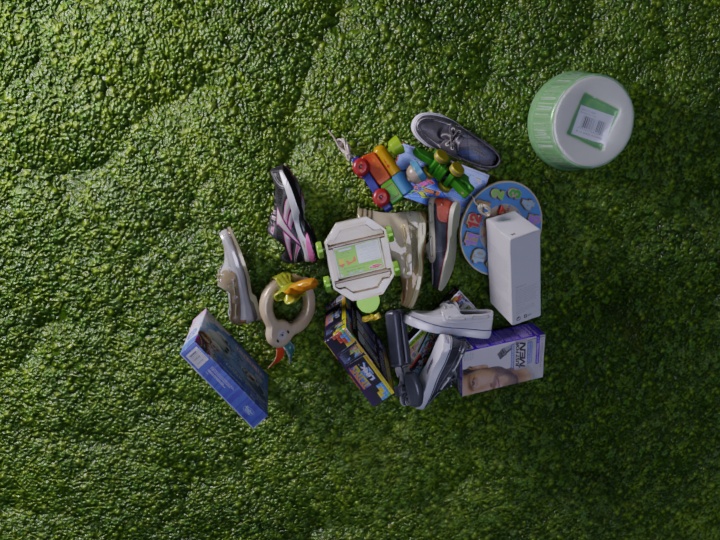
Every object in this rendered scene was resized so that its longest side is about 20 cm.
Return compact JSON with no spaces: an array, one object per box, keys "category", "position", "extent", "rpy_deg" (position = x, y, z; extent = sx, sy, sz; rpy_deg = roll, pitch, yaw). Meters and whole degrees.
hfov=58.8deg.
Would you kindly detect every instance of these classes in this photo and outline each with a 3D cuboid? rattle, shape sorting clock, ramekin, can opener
[{"category":"rattle","position":[-0.130,0.112,1.283],"extent":[0.129,0.141,0.204],"rpy_deg":[14,87,-50]},{"category":"shape sorting clock","position":[0.296,-0.086,1.339],"extent":[0.196,0.039,0.204],"rpy_deg":[-4,107,-14]},{"category":"ramekin","position":[0.446,-0.299,1.284],"extent":[0.196,0.098,0.204],"rpy_deg":[-2,104,-7]},{"category":"can opener","position":[0.097,0.181,1.333],"extent":[0.066,0.053,0.204],"rpy_deg":[-8,87,34]}]

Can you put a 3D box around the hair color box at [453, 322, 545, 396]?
[{"category":"hair color box","position":[0.297,0.191,1.382],"extent":[0.196,0.065,0.111],"rpy_deg":[-10,114,-12]}]

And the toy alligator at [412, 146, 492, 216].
[{"category":"toy alligator","position":[0.189,-0.185,1.274],"extent":[0.199,0.054,0.059],"rpy_deg":[40,135,1]}]

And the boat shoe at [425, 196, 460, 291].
[{"category":"boat shoe","position":[0.163,-0.055,1.325],"extent":[0.062,0.071,0.203],"rpy_deg":[14,120,22]}]

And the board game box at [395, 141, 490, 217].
[{"category":"board game box","position":[0.160,-0.181,1.319],"extent":[0.197,0.019,0.105],"rpy_deg":[18,99,-11]}]

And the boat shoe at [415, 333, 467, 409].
[{"category":"boat shoe","position":[0.168,0.218,1.334],"extent":[0.067,0.072,0.202],"rpy_deg":[13,122,-8]}]

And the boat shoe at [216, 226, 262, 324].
[{"category":"boat shoe","position":[-0.255,0.016,1.285],"extent":[0.067,0.075,0.203],"rpy_deg":[-16,106,-8]}]

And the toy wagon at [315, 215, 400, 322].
[{"category":"toy wagon","position":[0.000,0.000,1.258],"extent":[0.152,0.040,0.204],"rpy_deg":[-12,100,-5]}]

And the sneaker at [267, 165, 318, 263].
[{"category":"sneaker","position":[-0.151,-0.103,1.271],"extent":[0.085,0.080,0.204],"rpy_deg":[-15,100,8]}]

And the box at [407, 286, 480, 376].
[{"category":"box","position":[0.175,0.145,1.391],"extent":[0.110,0.035,0.200],"rpy_deg":[43,95,-15]}]

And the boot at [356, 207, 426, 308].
[{"category":"boot","position":[0.053,-0.025,1.315],"extent":[0.152,0.073,0.204],"rpy_deg":[3,102,-8]}]

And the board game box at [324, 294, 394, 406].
[{"category":"board game box","position":[-0.005,0.152,1.284],"extent":[0.056,0.200,0.166],"rpy_deg":[-32,105,8]}]

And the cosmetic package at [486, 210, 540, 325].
[{"category":"cosmetic package","position":[0.312,-0.005,1.303],"extent":[0.070,0.102,0.203],"rpy_deg":[-17,121,-11]}]

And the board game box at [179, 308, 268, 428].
[{"category":"board game box","position":[-0.261,0.187,1.262],"extent":[0.043,0.199,0.201],"rpy_deg":[-39,105,2]}]

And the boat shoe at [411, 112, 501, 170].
[{"category":"boat shoe","position":[0.195,-0.255,1.280],"extent":[0.198,0.066,0.071],"rpy_deg":[28,98,-13]}]

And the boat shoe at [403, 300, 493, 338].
[{"category":"boat shoe","position":[0.184,0.095,1.331],"extent":[0.196,0.073,0.067],"rpy_deg":[8,99,-20]}]

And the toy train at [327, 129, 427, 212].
[{"category":"toy train","position":[0.036,-0.226,1.255],"extent":[0.115,0.085,0.202],"rpy_deg":[-34,88,6]}]
